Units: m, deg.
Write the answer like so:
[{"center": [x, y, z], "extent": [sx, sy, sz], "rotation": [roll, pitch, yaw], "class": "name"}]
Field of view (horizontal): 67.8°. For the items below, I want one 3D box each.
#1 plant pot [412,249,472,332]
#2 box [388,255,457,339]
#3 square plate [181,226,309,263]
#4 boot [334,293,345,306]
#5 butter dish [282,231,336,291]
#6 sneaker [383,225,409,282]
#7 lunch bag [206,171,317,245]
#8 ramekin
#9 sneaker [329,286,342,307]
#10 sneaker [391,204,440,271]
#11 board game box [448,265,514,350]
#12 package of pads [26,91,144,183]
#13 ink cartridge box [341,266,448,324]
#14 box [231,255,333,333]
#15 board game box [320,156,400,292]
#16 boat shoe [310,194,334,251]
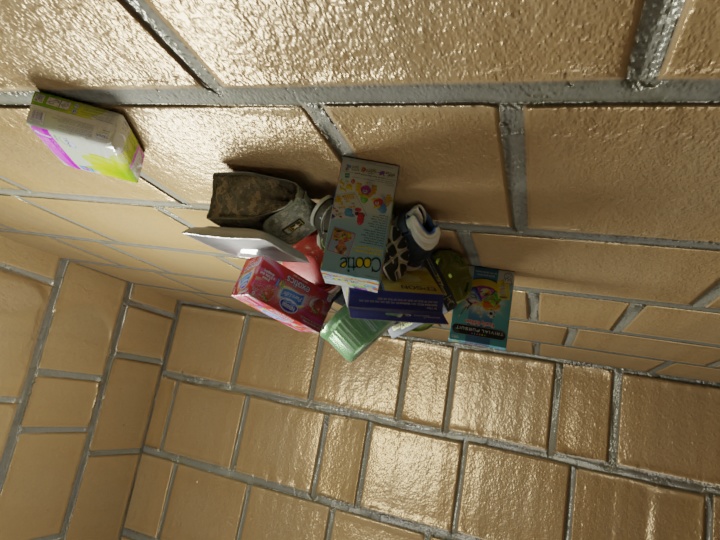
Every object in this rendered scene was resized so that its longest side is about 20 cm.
[{"center": [0.182, 0.039, 1.371], "extent": [0.197, 0.204, 0.184], "rotation": [17, 155, -25], "class": "plant pot"}, {"center": [0.117, 0.057, 1.287], "extent": [0.051, 0.160, 0.199], "rotation": [-19, 169, -45], "class": "box"}, {"center": [-0.229, -0.054, 1.107], "extent": [0.194, 0.029, 0.200], "rotation": [5, 170, 22], "class": "square plate"}, {"center": [-0.107, 0.014, 1.513], "extent": [0.197, 0.166, 0.066], "rotation": [21, 125, -7], "class": "boot"}, {"center": [-0.111, -0.044, 1.349], "extent": [0.197, 0.150, 0.199], "rotation": [2, -151, 38], "class": "butter dish"}, {"center": [0.026, -0.070, 1.071], "extent": [0.202, 0.080, 0.083], "rotation": [59, 150, -7], "class": "sneaker"}, {"center": [-0.183, -0.124, 1.099], "extent": [0.196, 0.120, 0.164], "rotation": [2, 168, 16], "class": "lunch bag"}, {"center": [0.010, 0.118, 1.242], "extent": [0.098, 0.199, 0.200], "rotation": [47, 171, 9], "class": "ramekin"}, {"center": [-0.084, 0.040, 1.403], "extent": [0.076, 0.201, 0.076], "rotation": [34, 143, 8], "class": "sneaker"}, {"center": [0.073, -0.102, 1.108], "extent": [0.199, 0.081, 0.147], "rotation": [37, 135, 6], "class": "sneaker"}, {"center": [0.320, 0.096, 1.417], "extent": [0.148, 0.204, 0.047], "rotation": [8, 167, 11], "class": "board game box"}, {"center": [-0.490, -0.234, 0.984], "extent": [0.151, 0.070, 0.200], "rotation": [13, 168, -7], "class": "package of pads"}, {"center": [0.063, 0.040, 1.080], "extent": [0.193, 0.048, 0.200], "rotation": [4, -161, -11], "class": "ink cartridge box"}, {"center": [-0.172, 0.057, 1.195], "extent": [0.199, 0.097, 0.099], "rotation": [33, 159, -31], "class": "box"}, {"center": [0.001, -0.077, 0.939], "extent": [0.103, 0.204, 0.103], "rotation": [10, 168, 3], "class": "board game box"}, {"center": [-0.059, -0.086, 1.125], "extent": [0.060, 0.072, 0.202], "rotation": [47, 165, 18], "class": "boat shoe"}]
